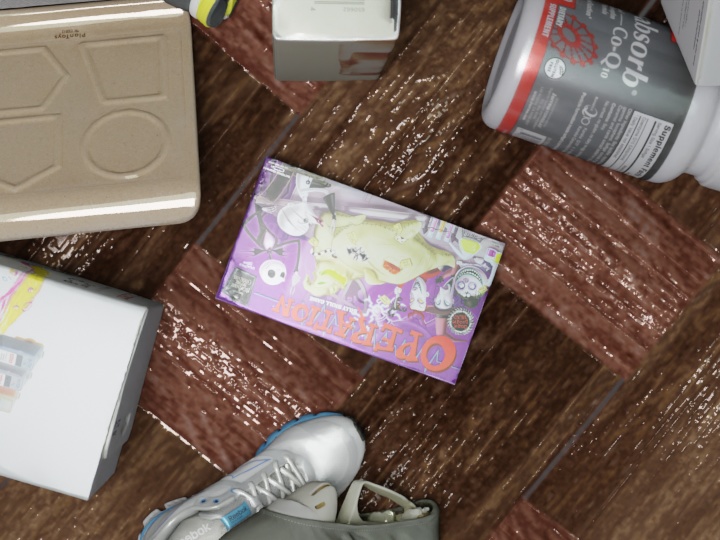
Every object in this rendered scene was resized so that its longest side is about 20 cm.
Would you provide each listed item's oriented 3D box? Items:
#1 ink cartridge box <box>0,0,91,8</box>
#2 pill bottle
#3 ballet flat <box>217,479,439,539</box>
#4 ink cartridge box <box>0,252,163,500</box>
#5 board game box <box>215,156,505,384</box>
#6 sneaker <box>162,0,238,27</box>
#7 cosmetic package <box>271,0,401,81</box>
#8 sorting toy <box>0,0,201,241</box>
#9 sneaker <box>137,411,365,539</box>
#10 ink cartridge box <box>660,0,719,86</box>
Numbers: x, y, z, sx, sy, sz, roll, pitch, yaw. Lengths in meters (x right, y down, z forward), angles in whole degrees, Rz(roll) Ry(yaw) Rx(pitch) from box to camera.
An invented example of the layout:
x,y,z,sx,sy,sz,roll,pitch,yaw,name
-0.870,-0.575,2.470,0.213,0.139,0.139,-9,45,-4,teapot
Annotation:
x,y,z,sx,sy,sz,roll,pitch,yaw,name
-0.214,-0.302,1.053,0.200,0.043,0.197,-1,89,19,ink cartridge box
0.202,-0.134,1.065,0.200,0.116,0.116,18,89,-3,pill bottle
-0.020,0.186,1.048,0.200,0.067,0.064,13,83,-39,ballet flat
-0.260,0.065,1.030,0.200,0.145,0.145,18,89,-3,ink cartridge box
0.000,0.000,1.102,0.200,0.032,0.120,19,93,-3,board game box
-0.110,-0.291,1.072,0.085,0.074,0.200,20,86,3,sneaker
-0.020,-0.198,1.014,0.087,0.200,0.104,0,91,-4,cosmetic package
-0.215,-0.113,1.059,0.185,0.036,0.200,-6,61,-2,sorting toy
-0.080,0.179,1.069,0.200,0.087,0.075,-34,90,-3,sneaker
0.295,-0.227,1.030,0.144,0.200,0.084,-3,134,-3,ink cartridge box
